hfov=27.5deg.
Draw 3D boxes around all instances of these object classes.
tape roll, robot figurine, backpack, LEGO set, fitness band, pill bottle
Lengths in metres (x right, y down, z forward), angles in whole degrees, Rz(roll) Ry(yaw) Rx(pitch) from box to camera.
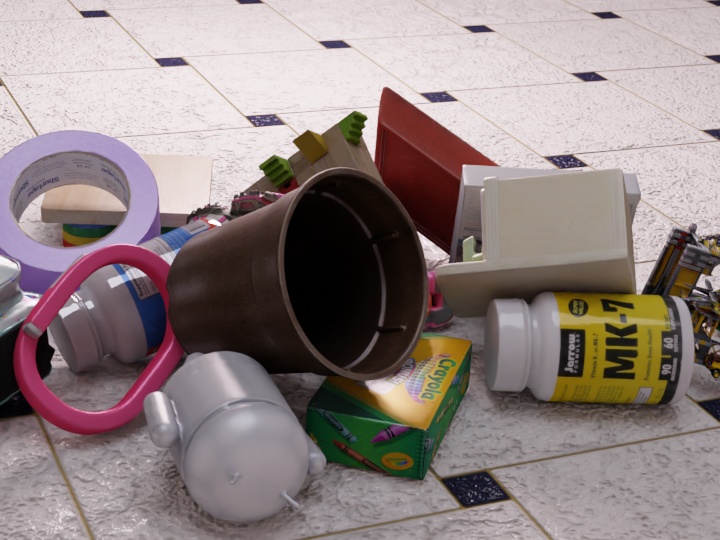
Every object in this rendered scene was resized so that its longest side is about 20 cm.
[{"bbox_3d":[-0.331,-0.064,1.690,0.200,0.066,0.201,3,56,-4],"label":"tape roll"},{"bbox_3d":[-0.114,0.148,1.312,0.169,0.113,0.200,11,20,-27],"label":"robot figurine"},{"bbox_3d":[-0.422,0.059,1.421,0.200,0.154,0.176,7,28,25],"label":"backpack"},{"bbox_3d":[0.402,0.029,1.621,0.153,0.116,0.200,19,21,-7],"label":"LEGO set"},{"bbox_3d":[-0.246,0.064,1.425,0.037,0.144,0.200,-27,24,54],"label":"fitness band"},{"bbox_3d":[0.233,0.080,1.521,0.199,0.115,0.114,1,24,-5],"label":"pill bottle"},{"bbox_3d":[-0.223,0.030,1.539,0.200,0.112,0.112,-25,35,-22],"label":"pill bottle"}]

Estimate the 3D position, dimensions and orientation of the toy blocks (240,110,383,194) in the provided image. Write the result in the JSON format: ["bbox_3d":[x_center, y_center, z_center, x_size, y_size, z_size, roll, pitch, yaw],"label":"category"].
[{"bbox_3d":[-0.045,-0.066,1.661,0.100,0.200,0.137,16,46,-56],"label":"toy blocks"}]

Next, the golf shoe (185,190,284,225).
[{"bbox_3d":[-0.143,-0.030,1.630,0.072,0.092,0.200,9,-12,-29],"label":"golf shoe"}]

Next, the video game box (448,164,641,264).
[{"bbox_3d":[0.205,-0.035,1.685,0.199,0.183,0.047,3,40,-4],"label":"video game box"}]

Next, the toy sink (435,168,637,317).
[{"bbox_3d":[0.185,-0.030,1.554,0.199,0.130,0.112,-6,66,14],"label":"toy sink"}]

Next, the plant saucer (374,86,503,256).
[{"bbox_3d":[0.087,-0.098,1.765,0.200,0.200,0.037,37,63,19],"label":"plant saucer"}]

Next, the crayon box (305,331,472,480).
[{"bbox_3d":[0.031,0.125,1.454,0.118,0.058,0.200,10,25,13],"label":"crayon box"}]

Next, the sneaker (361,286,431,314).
[{"bbox_3d":[0.000,0.000,1.559,0.084,0.075,0.200,-15,45,-33],"label":"sneaker"}]

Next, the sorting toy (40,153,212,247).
[{"bbox_3d":[-0.288,-0.080,1.842,0.198,0.070,0.200,2,25,-5],"label":"sorting toy"}]

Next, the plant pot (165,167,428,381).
[{"bbox_3d":[-0.072,0.019,1.428,0.198,0.201,0.200,-13,8,42],"label":"plant pot"}]

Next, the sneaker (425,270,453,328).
[{"bbox_3d":[0.007,0.029,1.660,0.200,0.079,0.095,0,15,-24],"label":"sneaker"}]
